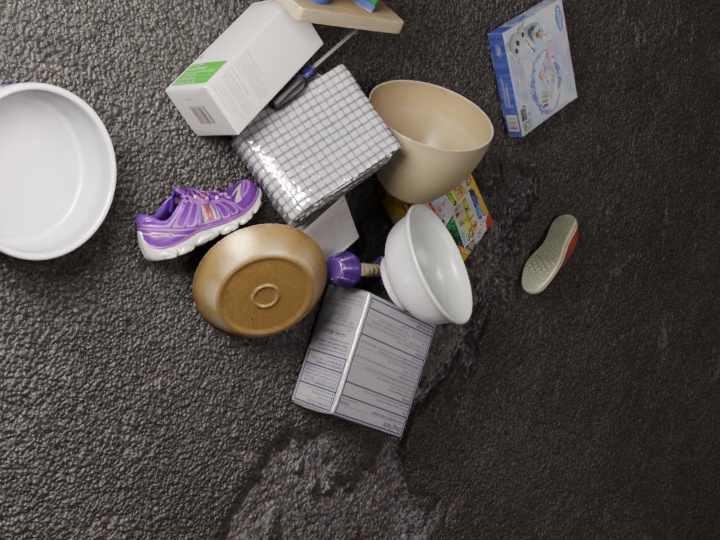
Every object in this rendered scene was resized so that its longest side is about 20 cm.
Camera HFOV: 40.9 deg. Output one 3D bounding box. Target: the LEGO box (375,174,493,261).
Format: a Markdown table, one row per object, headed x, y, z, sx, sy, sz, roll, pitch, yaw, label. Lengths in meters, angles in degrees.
| x | y | z | sx | sy | sz | roll | pitch | yaw | label |
| --- | --- | --- | --- | --- | --- | --- | --- | --- | --- |
| 0.131 | -0.112 | 1.668 | 0.149 | 0.076 | 0.201 | -51 | 129 | -25 | LEGO box |

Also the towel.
| x | y | z | sx | sy | sz | roll | pitch | yaw | label |
| --- | --- | --- | --- | --- | --- | --- | --- | --- | --- |
| -0.065 | -0.178 | 1.377 | 0.199 | 0.086 | 0.167 | -34 | 81 | -14 | towel |

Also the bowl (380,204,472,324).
| x | y | z | sx | sy | sz | roll | pitch | yaw | label |
| --- | --- | --- | --- | --- | --- | --- | --- | --- | --- |
| 0.093 | 0.004 | 1.542 | 0.201 | 0.089 | 0.203 | 46 | 31 | -38 | bowl |

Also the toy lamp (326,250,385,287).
| x | y | z | sx | sy | sz | roll | pitch | yaw | label |
| --- | --- | --- | --- | --- | --- | --- | --- | --- | --- |
| 0.000 | 0.000 | 1.528 | 0.199 | 0.057 | 0.059 | 3 | 96 | -64 | toy lamp |

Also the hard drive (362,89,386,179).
| x | y | z | sx | sy | sz | roll | pitch | yaw | label |
| --- | --- | --- | --- | --- | --- | --- | --- | --- | --- |
| -0.030 | -0.219 | 1.509 | 0.198 | 0.042 | 0.138 | 7 | 92 | -46 | hard drive |

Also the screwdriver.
| x | y | z | sx | sy | sz | roll | pitch | yaw | label |
| --- | --- | --- | --- | --- | --- | --- | --- | --- | --- |
| -0.056 | -0.292 | 1.359 | 0.200 | 0.028 | 0.029 | -44 | 167 | -20 | screwdriver |

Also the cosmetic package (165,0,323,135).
| x | y | z | sx | sy | sz | roll | pitch | yaw | label |
| --- | --- | --- | --- | --- | --- | --- | --- | --- | --- |
| -0.156 | -0.279 | 1.324 | 0.201 | 0.107 | 0.085 | -54 | 126 | -26 | cosmetic package |

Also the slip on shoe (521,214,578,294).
| x | y | z | sx | sy | sz | roll | pitch | yaw | label |
| --- | --- | --- | --- | --- | --- | --- | --- | --- | --- |
| 0.390 | -0.024 | 1.957 | 0.201 | 0.073 | 0.062 | -55 | 134 | -29 | slip on shoe |

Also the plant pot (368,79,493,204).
| x | y | z | sx | sy | sz | roll | pitch | yaw | label |
| --- | --- | --- | --- | --- | --- | --- | --- | --- | --- |
| 0.093 | -0.184 | 1.497 | 0.199 | 0.200 | 0.136 | -22 | 141 | -40 | plant pot |

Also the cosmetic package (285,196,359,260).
| x | y | z | sx | sy | sz | roll | pitch | yaw | label |
| --- | --- | --- | --- | --- | --- | --- | --- | --- | --- |
| -0.091 | -0.031 | 1.476 | 0.200 | 0.050 | 0.083 | -43 | 130 | -31 | cosmetic package |

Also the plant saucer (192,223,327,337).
| x | y | z | sx | sy | sz | roll | pitch | yaw | label |
| --- | --- | --- | --- | --- | --- | --- | --- | --- | --- |
| -0.138 | 0.027 | 1.372 | 0.197 | 0.036 | 0.203 | -11 | 130 | -13 | plant saucer |

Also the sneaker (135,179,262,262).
| x | y | z | sx | sy | sz | roll | pitch | yaw | label |
| --- | --- | --- | --- | --- | --- | --- | --- | --- | --- |
| -0.218 | -0.084 | 1.322 | 0.199 | 0.080 | 0.085 | -32 | 113 | -36 | sneaker |

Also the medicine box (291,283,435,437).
| x | y | z | sx | sy | sz | roll | pitch | yaw | label |
| --- | --- | --- | --- | --- | --- | --- | --- | --- | --- |
| 0.007 | 0.148 | 1.575 | 0.181 | 0.102 | 0.203 | 26 | 79 | -45 | medicine box |

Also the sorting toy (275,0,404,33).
| x | y | z | sx | sy | sz | roll | pitch | yaw | label |
| --- | --- | --- | --- | --- | --- | --- | --- | --- | --- |
| -0.054 | -0.417 | 1.332 | 0.198 | 0.199 | 0.070 | -6 | 136 | -45 | sorting toy |

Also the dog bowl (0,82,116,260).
| x | y | z | sx | sy | sz | roll | pitch | yaw | label |
| --- | --- | --- | --- | --- | --- | --- | --- | --- | --- |
| -0.392 | -0.117 | 1.135 | 0.198 | 0.078 | 0.204 | -11 | 105 | -44 | dog bowl |

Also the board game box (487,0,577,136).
| x | y | z | sx | sy | sz | roll | pitch | yaw | label |
| --- | --- | --- | --- | --- | --- | --- | --- | --- | --- |
| 0.332 | -0.388 | 1.844 | 0.198 | 0.043 | 0.203 | -35 | 121 | -35 | board game box |
